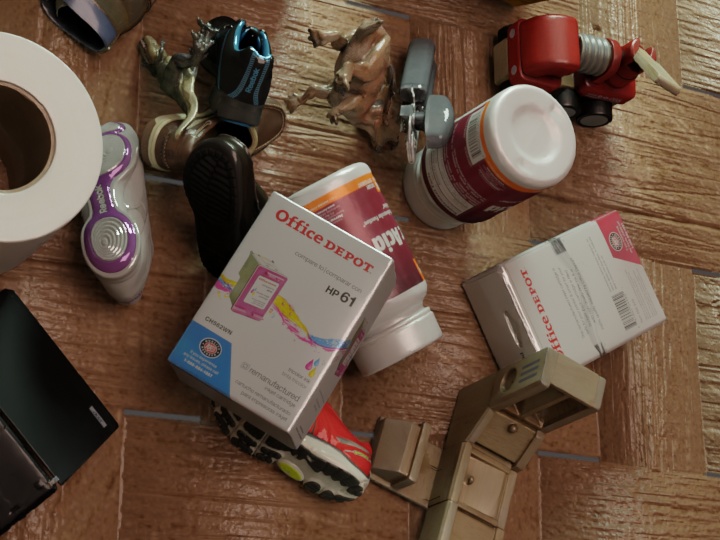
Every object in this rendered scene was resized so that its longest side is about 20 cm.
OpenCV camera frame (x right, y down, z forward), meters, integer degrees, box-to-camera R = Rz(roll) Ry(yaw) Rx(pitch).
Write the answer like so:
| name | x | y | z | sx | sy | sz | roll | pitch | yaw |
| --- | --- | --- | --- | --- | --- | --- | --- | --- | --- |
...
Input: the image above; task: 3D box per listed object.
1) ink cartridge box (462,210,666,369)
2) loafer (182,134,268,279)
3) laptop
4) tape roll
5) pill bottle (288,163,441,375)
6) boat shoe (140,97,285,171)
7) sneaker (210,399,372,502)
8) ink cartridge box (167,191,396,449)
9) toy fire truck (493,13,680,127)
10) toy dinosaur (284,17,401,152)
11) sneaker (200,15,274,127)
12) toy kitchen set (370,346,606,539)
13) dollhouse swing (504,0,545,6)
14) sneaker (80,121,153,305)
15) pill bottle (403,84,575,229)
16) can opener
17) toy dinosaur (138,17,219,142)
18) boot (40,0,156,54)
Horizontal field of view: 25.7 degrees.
| name | x | y | z | sx | sy | sz | roll | pitch | yaw |
| --- | --- | --- | --- | --- | --- | --- | --- | --- | --- |
| ink cartridge box | 0.235 | 0.037 | 1.818 | 0.199 | 0.085 | 0.147 | -23 | 88 | -35 |
| loafer | -0.129 | -0.071 | 1.582 | 0.073 | 0.201 | 0.071 | 34 | 58 | 19 |
| laptop | -0.357 | 0.147 | 1.482 | 0.199 | 0.103 | 0.178 | -39 | 96 | -7 |
| tape roll | -0.357 | -0.105 | 1.479 | 0.201 | 0.139 | 0.205 | 9 | 71 | -27 |
| pill bottle | 0.000 | 0.000 | 1.664 | 0.114 | 0.114 | 0.202 | -27 | 90 | -33 |
| boat shoe | -0.134 | -0.134 | 1.629 | 0.202 | 0.074 | 0.076 | -26 | 124 | -49 |
| sneaker | -0.070 | 0.157 | 1.624 | 0.200 | 0.077 | 0.085 | 40 | 39 | -15 |
| ink cartridge box | -0.073 | 0.047 | 1.537 | 0.144 | 0.085 | 0.201 | 29 | 75 | 12 |
| toy fire truck | 0.274 | -0.240 | 1.854 | 0.174 | 0.200 | 0.130 | 9 | 70 | -28 |
| toy dinosaur | 0.004 | -0.219 | 1.723 | 0.135 | 0.201 | 0.086 | -24 | 58 | -35 |
| sneaker | -0.120 | -0.224 | 1.636 | 0.072 | 0.082 | 0.201 | 15 | 27 | -23 |
| toy kitchen set | 0.122 | 0.188 | 1.648 | 0.162 | 0.180 | 0.202 | 29 | 59 | -19 |
| dollhouse swing | 0.158 | -0.440 | 1.874 | 0.199 | 0.181 | 0.177 | 26 | 84 | -21 |
| sneaker | -0.247 | -0.056 | 1.579 | 0.074 | 0.100 | 0.202 | -9 | 56 | 3 |
| pill bottle | 0.136 | -0.118 | 1.736 | 0.113 | 0.200 | 0.116 | 9 | 72 | -27 |
| can opener | 0.077 | -0.191 | 1.756 | 0.066 | 0.054 | 0.201 | 1 | 38 | 9 |
| toy dinosaur | -0.177 | -0.205 | 1.592 | 0.047 | 0.200 | 0.089 | 24 | 109 | -29 |
| boot | -0.303 | -0.313 | 1.612 | 0.199 | 0.075 | 0.098 | 38 | 57 | -17 |
